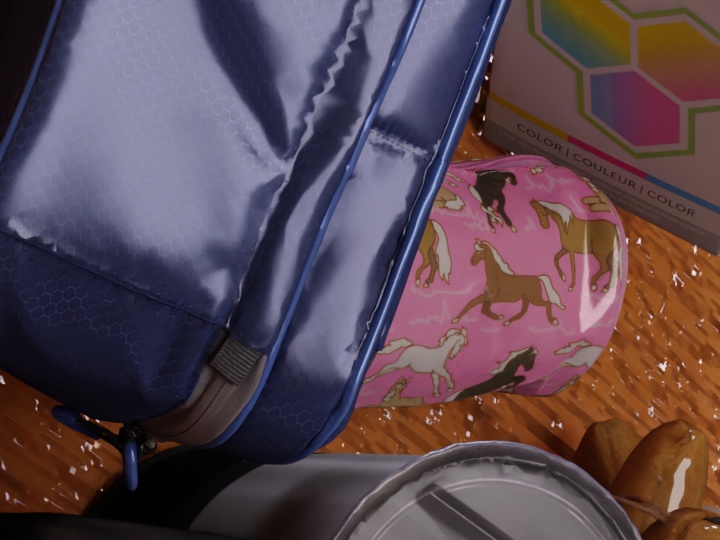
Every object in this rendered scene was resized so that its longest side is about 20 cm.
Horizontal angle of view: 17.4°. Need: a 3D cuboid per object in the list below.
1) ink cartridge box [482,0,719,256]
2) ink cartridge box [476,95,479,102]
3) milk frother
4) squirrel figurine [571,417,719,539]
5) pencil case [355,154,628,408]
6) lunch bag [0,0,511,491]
[{"bbox_3d":[0.107,-0.100,0.809,0.103,0.201,0.059,27,60,13],"label":"ink cartridge box"},{"bbox_3d":[-0.019,-0.166,0.793,0.145,0.084,0.202,19,77,-36],"label":"ink cartridge box"},{"bbox_3d":[-0.030,0.154,0.690,0.179,0.188,0.202,-5,89,-27],"label":"milk frother"},{"bbox_3d":[0.102,0.155,0.804,0.201,0.141,0.187,-63,171,6],"label":"squirrel figurine"},{"bbox_3d":[0.000,0.000,0.800,0.199,0.087,0.083,3,43,-39],"label":"pencil case"},{"bbox_3d":[-0.038,-0.039,0.642,0.131,0.136,0.202,22,86,-16],"label":"lunch bag"}]
